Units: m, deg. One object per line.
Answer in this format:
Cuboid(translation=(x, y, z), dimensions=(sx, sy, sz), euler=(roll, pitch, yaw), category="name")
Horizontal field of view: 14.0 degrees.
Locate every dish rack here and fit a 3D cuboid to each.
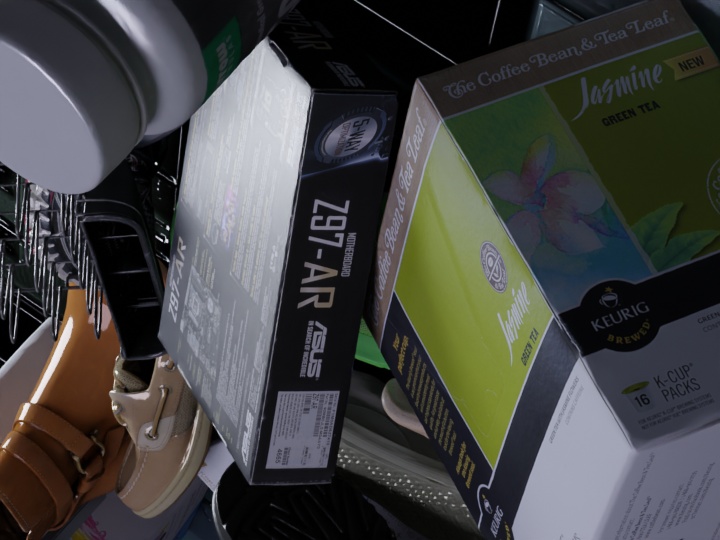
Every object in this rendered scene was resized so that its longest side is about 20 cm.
Cuboid(translation=(-0.204, -0.006, 1.552), dimensions=(0.200, 0.055, 0.153), euler=(-3, 149, 4), category="dish rack")

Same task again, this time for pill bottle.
Cuboid(translation=(-0.091, -0.133, 1.300), dimensions=(0.113, 0.200, 0.113), euler=(30, 150, 19), category="pill bottle")

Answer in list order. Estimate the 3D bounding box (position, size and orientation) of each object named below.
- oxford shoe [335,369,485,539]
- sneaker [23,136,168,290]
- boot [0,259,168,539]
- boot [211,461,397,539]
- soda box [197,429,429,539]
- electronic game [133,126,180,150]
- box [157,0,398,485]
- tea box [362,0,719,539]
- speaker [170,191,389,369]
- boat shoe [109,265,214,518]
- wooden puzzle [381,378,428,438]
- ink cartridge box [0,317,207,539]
Cuboid(translation=(0.030, 0.104, 1.638), dimensions=(0.200, 0.058, 0.075), euler=(30, 146, -11), category="oxford shoe")
Cuboid(translation=(-0.139, -0.057, 1.587), dimensions=(0.075, 0.081, 0.200), euler=(23, 145, 24), category="sneaker")
Cuboid(translation=(-0.176, 0.071, 1.724), dimensions=(0.077, 0.155, 0.200), euler=(33, 150, 22), category="boot")
Cuboid(translation=(-0.018, 0.209, 1.652), dimensions=(0.211, 0.079, 0.158), euler=(45, 148, 6), category="boot")
Cuboid(translation=(-0.010, 0.154, 1.740), dimensions=(0.200, 0.064, 0.068), euler=(47, 151, -13), category="soda box")
Cuboid(translation=(-0.157, -0.146, 1.472), dimensions=(0.200, 0.042, 0.200), euler=(11, 125, 16), category="electronic game")
Cuboid(translation=(-0.043, -0.022, 1.387), dimensions=(0.160, 0.044, 0.200), euler=(-129, 44, -59), category="box")
Cuboid(translation=(0.108, 0.024, 1.276), dimensions=(0.197, 0.134, 0.200), euler=(60, 159, 24), category="tea box")
Cuboid(translation=(0.000, 0.000, 1.493), dimensions=(0.200, 0.088, 0.088), euler=(19, 144, 34), category="speaker")
Cuboid(translation=(-0.112, 0.062, 1.677), dimensions=(0.064, 0.071, 0.200), euler=(15, 129, -15), category="boat shoe")
Cuboid(translation=(0.131, 0.107, 1.474), dimensions=(0.200, 0.037, 0.185), euler=(22, 176, 34), category="wooden puzzle")
Cuboid(translation=(-0.213, 0.168, 1.858), dimensions=(0.146, 0.200, 0.147), euler=(38, 151, 6), category="ink cartridge box")
